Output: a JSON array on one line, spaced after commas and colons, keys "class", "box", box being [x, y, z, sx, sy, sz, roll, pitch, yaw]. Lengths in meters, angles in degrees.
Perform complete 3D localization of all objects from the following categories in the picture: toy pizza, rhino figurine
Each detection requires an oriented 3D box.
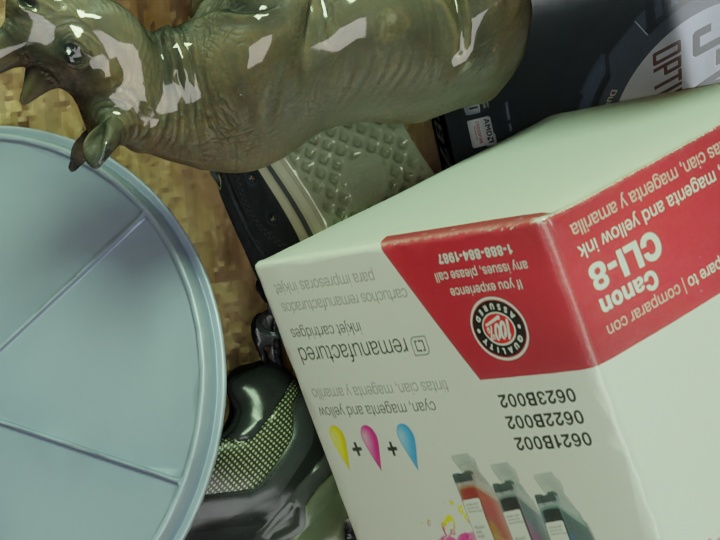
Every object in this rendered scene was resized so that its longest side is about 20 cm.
[{"class": "toy pizza", "box": [-0.136, 0.048, 0.800, 0.199, 0.032, 0.201, -5, 72, 17]}, {"class": "rhino figurine", "box": [-0.032, -0.078, 0.751, 0.199, 0.060, 0.088, -16, 101, -18]}]

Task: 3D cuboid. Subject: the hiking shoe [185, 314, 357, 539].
[{"class": "hiking shoe", "box": [-0.091, 0.102, 0.836, 0.200, 0.076, 0.101, -34, 86, -8]}]

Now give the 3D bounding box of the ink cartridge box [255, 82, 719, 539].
[{"class": "ink cartridge box", "box": [0.090, 0.058, 0.735, 0.144, 0.145, 0.201, -28, 102, -36]}]

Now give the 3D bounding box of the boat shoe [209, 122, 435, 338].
[{"class": "boat shoe", "box": [0.000, 0.000, 0.816, 0.074, 0.062, 0.201, -26, 90, -26]}]

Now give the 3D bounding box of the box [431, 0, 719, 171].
[{"class": "box", "box": [0.112, -0.034, 0.847, 0.159, 0.044, 0.201, -13, 104, -4]}]
